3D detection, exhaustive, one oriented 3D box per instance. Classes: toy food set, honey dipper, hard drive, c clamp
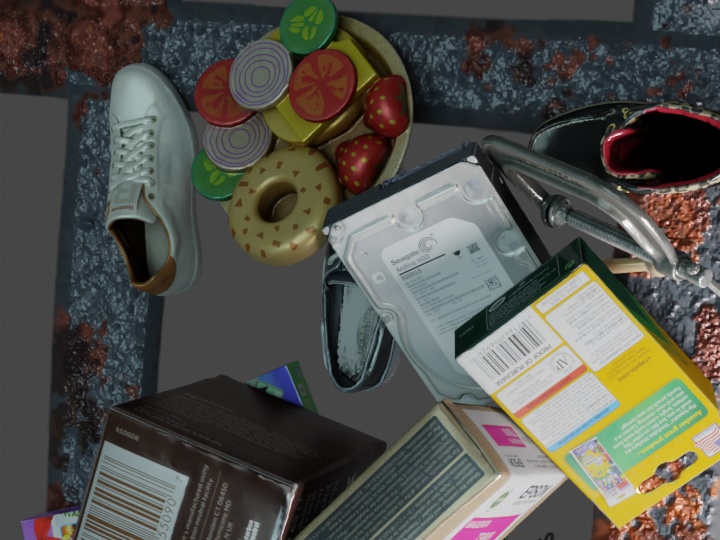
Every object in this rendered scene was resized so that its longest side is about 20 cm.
[{"bbox_3d":[-0.051,-0.117,1.449,0.200,0.049,0.198,-43,61,12],"label":"toy food set"},{"bbox_3d":[0.149,0.002,1.418,0.199,0.038,0.038,-3,93,17],"label":"honey dipper"},{"bbox_3d":[0.079,0.010,1.392,0.139,0.038,0.200,-24,113,21],"label":"hard drive"},{"bbox_3d":[0.179,-0.035,1.338,0.200,0.171,0.027,31,83,42],"label":"c clamp"}]

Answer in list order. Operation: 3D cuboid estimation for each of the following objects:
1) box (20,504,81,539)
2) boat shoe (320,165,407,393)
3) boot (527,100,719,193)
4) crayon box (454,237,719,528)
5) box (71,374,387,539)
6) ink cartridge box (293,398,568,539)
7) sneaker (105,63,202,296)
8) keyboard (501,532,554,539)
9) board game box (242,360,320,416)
[{"bbox_3d":[-0.211,0.301,1.568,0.136,0.039,0.201,-13,89,20],"label":"box"},{"bbox_3d":[0.000,0.000,1.453,0.071,0.068,0.201,8,96,20],"label":"boat shoe"},{"bbox_3d":[0.205,-0.090,1.325,0.199,0.151,0.074,5,95,21],"label":"boot"},{"bbox_3d":[0.182,0.088,1.370,0.126,0.052,0.200,-38,109,18],"label":"crayon box"},{"bbox_3d":[-0.105,0.195,1.405,0.164,0.200,0.167,20,101,19],"label":"box"},{"bbox_3d":[0.057,0.180,1.353,0.165,0.200,0.075,-44,70,13],"label":"ink cartridge box"},{"bbox_3d":[-0.180,-0.078,1.508,0.073,0.085,0.201,-13,88,23],"label":"sneaker"},{"bbox_3d":[0.099,0.265,1.446,0.127,0.021,0.201,10,90,25],"label":"keyboard"},{"bbox_3d":[-0.076,0.194,1.516,0.134,0.029,0.201,-24,85,21],"label":"board game box"}]
